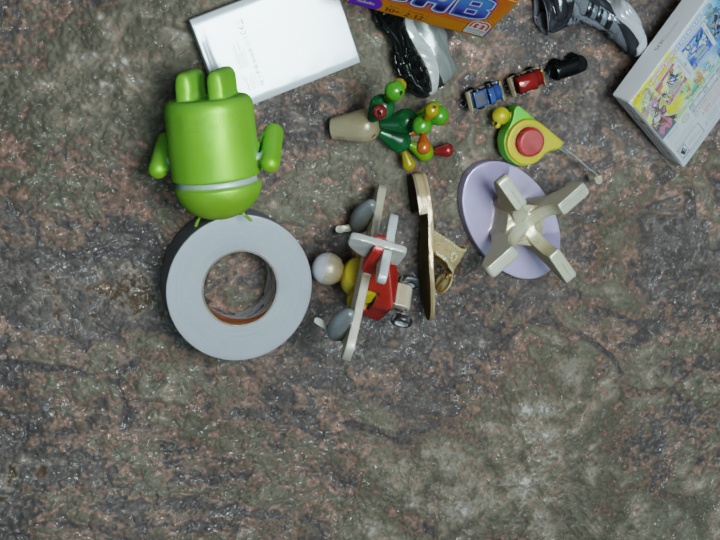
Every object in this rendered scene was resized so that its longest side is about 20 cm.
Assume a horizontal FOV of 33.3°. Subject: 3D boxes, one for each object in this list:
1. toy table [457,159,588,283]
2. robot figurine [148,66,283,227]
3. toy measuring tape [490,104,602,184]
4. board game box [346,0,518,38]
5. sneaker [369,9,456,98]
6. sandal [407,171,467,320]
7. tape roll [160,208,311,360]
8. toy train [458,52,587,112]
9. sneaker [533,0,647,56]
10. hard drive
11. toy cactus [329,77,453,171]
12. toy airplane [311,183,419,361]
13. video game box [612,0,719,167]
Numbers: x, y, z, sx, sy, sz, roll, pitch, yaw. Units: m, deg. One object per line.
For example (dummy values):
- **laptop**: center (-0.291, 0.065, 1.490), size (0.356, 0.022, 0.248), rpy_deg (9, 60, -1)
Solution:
- **toy table**: center (0.233, -0.066, 1.720), size (0.200, 0.117, 0.184), rpy_deg (39, 89, -21)
- **robot figurine**: center (-0.188, -0.156, 1.542), size (0.174, 0.116, 0.202), rpy_deg (-3, 105, 9)
- **toy measuring tape**: center (0.259, -0.164, 1.730), size (0.199, 0.074, 0.074), rpy_deg (35, 91, -21)
- **board game box**: center (0.112, -0.445, 1.507), size (0.198, 0.200, 0.201), rpy_deg (10, 69, -20)
- **sneaker**: center (0.072, -0.339, 1.636), size (0.079, 0.074, 0.201), rpy_deg (-32, 109, -34)
- **sandal**: center (0.117, -0.037, 1.710), size (0.069, 0.078, 0.214), rpy_deg (-9, 101, -9)
- **tape roll**: center (-0.169, 0.017, 1.638), size (0.199, 0.066, 0.202), rpy_deg (-4, 104, -16)
- **toy train**: center (0.233, -0.266, 1.709), size (0.199, 0.046, 0.034), rpy_deg (-21, 108, -12)
- **sneaker**: center (0.313, -0.358, 1.702), size (0.114, 0.076, 0.200), rpy_deg (-42, 112, 3)
- **hard drive**: center (-0.113, -0.305, 1.600), size (0.199, 0.027, 0.133), rpy_deg (-23, 108, -11)
- **toy cactus**: center (0.041, -0.189, 1.629), size (0.164, 0.200, 0.103), rpy_deg (-3, 79, 17)
- **toy airplane**: center (0.000, 0.000, 1.625), size (0.140, 0.200, 0.201), rpy_deg (7, 110, 11)
- **video game box**: center (0.478, -0.281, 1.756), size (0.201, 0.047, 0.182), rpy_deg (-53, 134, 0)
